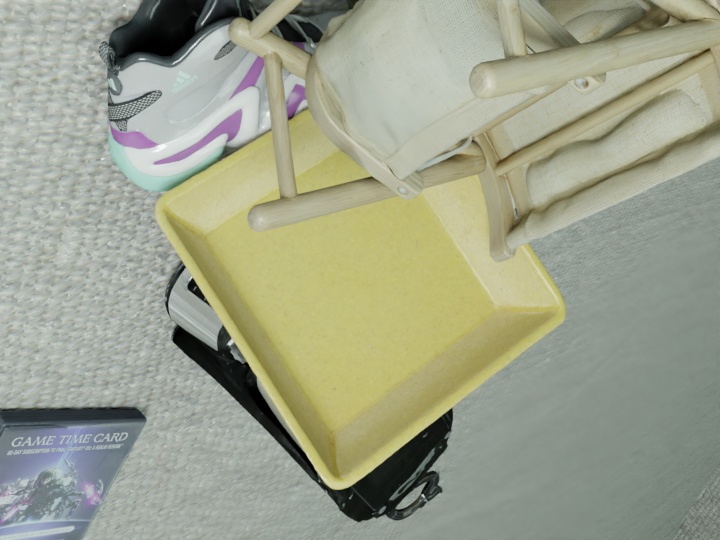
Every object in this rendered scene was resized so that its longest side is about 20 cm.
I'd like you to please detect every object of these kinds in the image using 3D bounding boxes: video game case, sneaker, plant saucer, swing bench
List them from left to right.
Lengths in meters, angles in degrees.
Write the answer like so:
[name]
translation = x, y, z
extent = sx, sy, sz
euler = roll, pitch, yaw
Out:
[video game case]
translation = -0.254, 0.190, 0.821
extent = 0.142, 0.019, 0.202
euler = 9, 113, -58
[sneaker]
translation = -0.067, -0.145, 0.663
extent = 0.199, 0.077, 0.141
euler = -36, 148, -28
[plant saucer]
translation = 0.000, 0.000, 0.691
extent = 0.199, 0.202, 0.048
euler = -33, 178, -23
[swing bench]
translation = 0.066, -0.099, 0.579
extent = 0.197, 0.132, 0.198
euler = 5, 161, -36

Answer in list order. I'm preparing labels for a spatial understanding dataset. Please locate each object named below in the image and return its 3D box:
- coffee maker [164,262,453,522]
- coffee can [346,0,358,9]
[coffee maker]
translation = -0.040, 0.082, 0.825
extent = 0.134, 0.199, 0.194
euler = -32, 145, -28
[coffee can]
translation = 0.104, -0.224, 0.750
extent = 0.199, 0.146, 0.148
euler = -30, 144, -34
